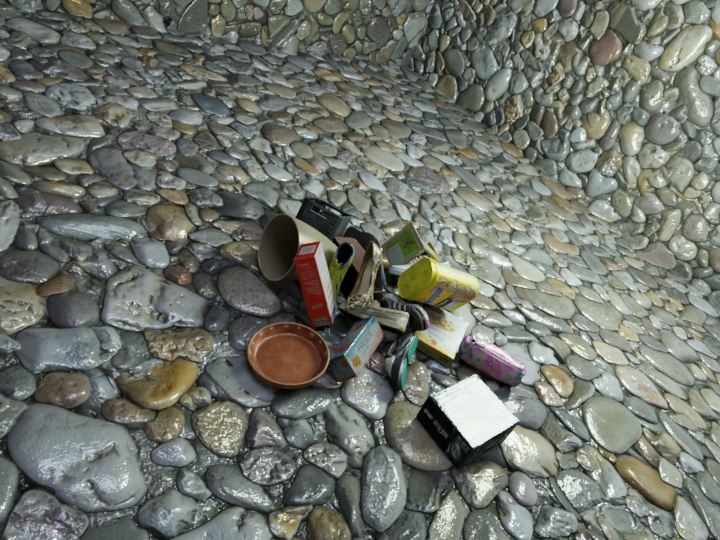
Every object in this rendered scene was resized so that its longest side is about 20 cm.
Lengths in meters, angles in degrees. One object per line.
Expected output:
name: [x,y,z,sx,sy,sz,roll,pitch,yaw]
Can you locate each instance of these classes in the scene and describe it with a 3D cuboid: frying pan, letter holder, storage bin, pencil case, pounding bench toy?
frying pan: [-0.078,0.180,1.473,0.114,0.031,0.190,29,37,3]
letter holder: [0.000,0.000,1.700,0.141,0.101,0.201,-1,42,-36]
storage bin: [-0.119,-0.163,1.783,0.134,0.095,0.200,29,9,5]
pencil case: [0.377,0.256,1.607,0.199,0.088,0.088,30,34,1]
pounding bench toy: [0.147,-0.019,1.811,0.156,0.199,0.125,39,21,-43]

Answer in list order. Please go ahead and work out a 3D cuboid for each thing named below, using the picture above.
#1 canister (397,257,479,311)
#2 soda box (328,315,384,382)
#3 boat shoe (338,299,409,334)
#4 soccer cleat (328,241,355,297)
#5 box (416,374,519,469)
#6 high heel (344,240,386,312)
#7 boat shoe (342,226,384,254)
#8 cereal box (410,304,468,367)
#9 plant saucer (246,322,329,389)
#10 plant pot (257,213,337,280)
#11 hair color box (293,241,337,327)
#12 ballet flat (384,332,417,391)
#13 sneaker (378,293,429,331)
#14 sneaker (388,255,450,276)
canister: [0.231,0.045,1.629,0.198,0.148,0.088,17,52,-33]
soda box: [-0.010,0.199,1.436,0.069,0.063,0.200,60,32,-12]
boat shoe: [0.036,0.118,1.549,0.198,0.072,0.066,16,73,16]
soccer cleat: [-0.073,0.009,1.574,0.064,0.202,0.084,24,-10,5]
box: [0.267,0.369,1.386,0.198,0.087,0.164,-12,48,-42]
high heel: [0.001,0.016,1.514,0.071,0.144,0.200,4,29,34]
boat shoe: [0.021,-0.084,1.815,0.073,0.075,0.200,34,4,-42]
cereal box: [0.231,0.184,1.653,0.143,0.040,0.200,28,34,8]
plant saucer: [-0.174,0.206,1.345,0.197,0.033,0.201,8,38,-6]
plant pot: [-0.162,-0.052,1.615,0.199,0.188,0.188,11,33,-46]
hair color box: [-0.116,0.037,1.473,0.060,0.202,0.102,-9,24,10]
ballet flat: [0.101,0.239,1.482,0.072,0.073,0.201,25,40,0]
sneaker: [0.110,0.130,1.594,0.087,0.075,0.199,-23,33,-33]
sneaker: [0.181,-0.011,1.699,0.197,0.072,0.073,4,2,-17]
